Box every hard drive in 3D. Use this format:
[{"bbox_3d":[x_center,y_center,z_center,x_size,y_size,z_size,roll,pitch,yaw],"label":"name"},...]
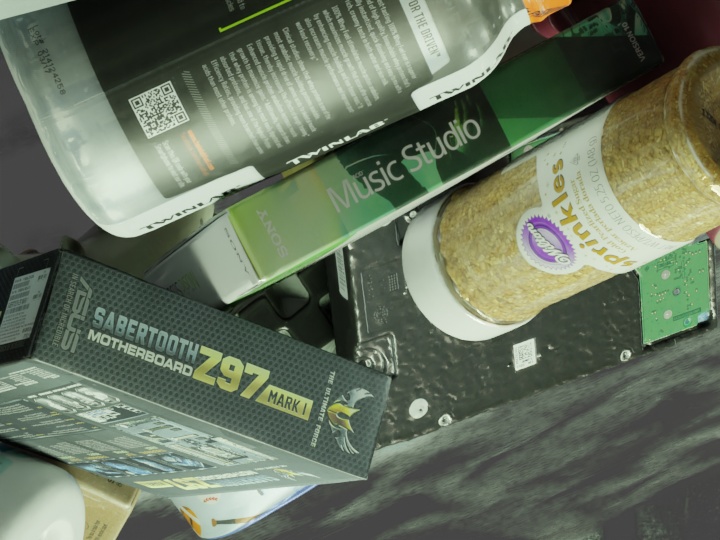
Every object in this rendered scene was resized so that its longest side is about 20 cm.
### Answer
[{"bbox_3d":[0.078,-0.009,1.115,0.199,0.141,0.038,-18,-151,-20],"label":"hard drive"}]

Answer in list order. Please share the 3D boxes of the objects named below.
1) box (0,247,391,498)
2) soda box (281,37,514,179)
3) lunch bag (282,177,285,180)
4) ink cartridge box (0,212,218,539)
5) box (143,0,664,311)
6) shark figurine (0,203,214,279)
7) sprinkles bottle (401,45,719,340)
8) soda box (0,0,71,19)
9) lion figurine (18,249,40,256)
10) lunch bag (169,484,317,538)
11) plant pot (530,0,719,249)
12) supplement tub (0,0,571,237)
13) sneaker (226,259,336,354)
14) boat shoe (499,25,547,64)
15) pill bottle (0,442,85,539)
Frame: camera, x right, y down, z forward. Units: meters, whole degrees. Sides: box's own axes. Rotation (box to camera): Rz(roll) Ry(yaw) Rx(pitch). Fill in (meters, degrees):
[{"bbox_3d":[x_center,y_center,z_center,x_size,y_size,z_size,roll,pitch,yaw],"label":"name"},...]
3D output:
[{"bbox_3d":[-0.103,0.050,0.997,0.157,0.051,0.200,23,163,-24],"label":"box"},{"bbox_3d":[0.017,-0.108,1.037,0.067,0.064,0.200,-16,164,-28],"label":"soda box"},{"bbox_3d":[0.035,-0.035,1.286,0.199,0.078,0.160,-12,163,-34],"label":"lunch bag"},{"bbox_3d":[-0.139,0.069,1.229,0.075,0.166,0.200,23,153,-5],"label":"ink cartridge box"},{"bbox_3d":[0.014,-0.042,0.966,0.199,0.036,0.144,-31,-179,-21],"label":"box"},{"bbox_3d":[-0.149,-0.002,1.064,0.089,0.129,0.214,-22,167,40],"label":"shark figurine"},{"bbox_3d":[0.097,-0.029,0.977,0.068,0.069,0.200,-11,169,-36],"label":"sprinkles bottle"},{"bbox_3d":[-0.157,-0.116,0.767,0.199,0.064,0.068,-17,164,-19],"label":"soda box"},{"bbox_3d":[-0.236,0.029,1.168,0.122,0.073,0.199,-22,154,39],"label":"lion figurine"},{"bbox_3d":[-0.047,0.068,1.379,0.160,0.076,0.200,-34,-163,10],"label":"lunch bag"},{"bbox_3d":[0.179,-0.115,1.021,0.199,0.180,0.200,-21,166,-6],"label":"plant pot"},{"bbox_3d":[-0.029,-0.104,0.876,0.199,0.123,0.123,-23,165,5],"label":"supplement tub"},{"bbox_3d":[0.000,0.000,1.159,0.199,0.074,0.088,-31,-170,-11],"label":"sneaker"},{"bbox_3d":[0.129,-0.104,1.169,0.200,0.074,0.064,-15,119,-30],"label":"boat shoe"},{"bbox_3d":[-0.238,0.112,1.089,0.199,0.111,0.111,21,180,15],"label":"pill bottle"}]
